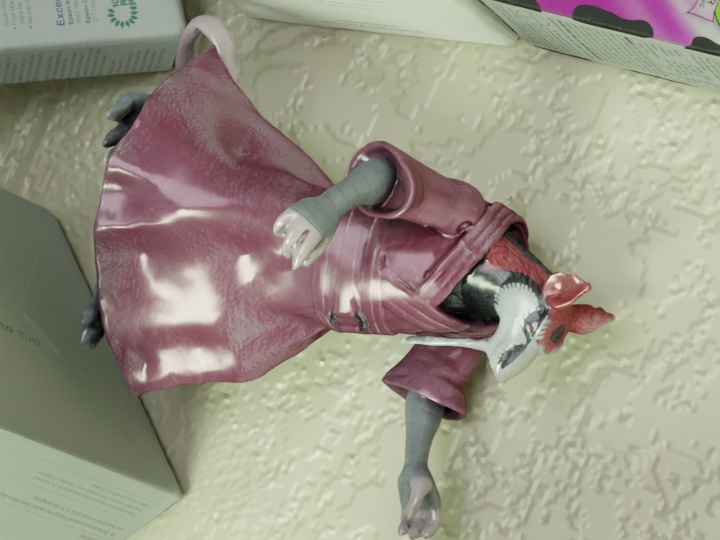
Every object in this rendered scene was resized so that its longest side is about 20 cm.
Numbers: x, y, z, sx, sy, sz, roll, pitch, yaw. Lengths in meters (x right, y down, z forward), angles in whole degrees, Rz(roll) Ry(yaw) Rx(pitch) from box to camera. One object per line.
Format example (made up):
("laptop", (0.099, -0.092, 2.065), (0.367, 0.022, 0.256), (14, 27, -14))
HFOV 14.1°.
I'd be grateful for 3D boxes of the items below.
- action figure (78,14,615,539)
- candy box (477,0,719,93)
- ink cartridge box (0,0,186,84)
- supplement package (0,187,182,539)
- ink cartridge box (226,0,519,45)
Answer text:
("action figure", (0.000, 0.000, 1.071), (0.199, 0.135, 0.149), (8, 36, 17))
("candy box", (0.153, -0.130, 1.027), (0.199, 0.061, 0.137), (17, 83, 30))
("ink cartridge box", (-0.182, -0.167, 1.166), (0.199, 0.043, 0.198), (-5, 69, -14))
("supplement package", (-0.216, 0.063, 1.092), (0.200, 0.191, 0.148), (-35, 61, 14))
("ink cartridge box", (-0.022, -0.178, 1.053), (0.125, 0.200, 0.129), (9, 79, 30))
